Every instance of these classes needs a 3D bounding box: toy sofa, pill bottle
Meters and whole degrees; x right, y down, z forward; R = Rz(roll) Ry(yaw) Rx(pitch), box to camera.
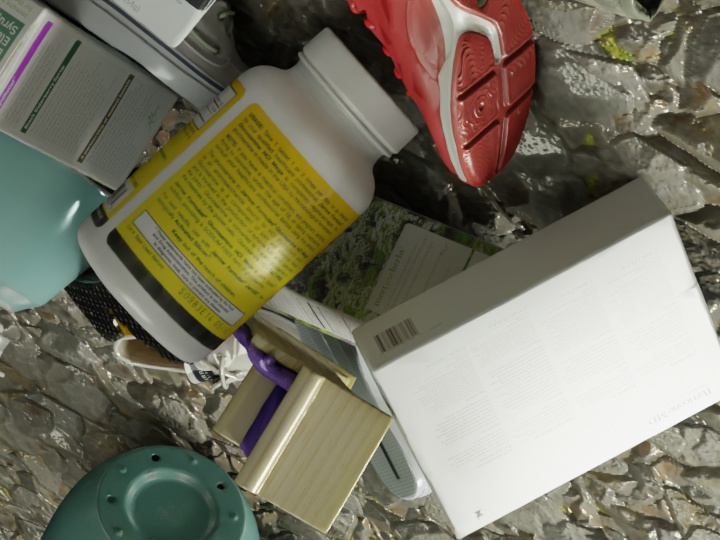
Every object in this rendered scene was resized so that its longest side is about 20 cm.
[{"bbox_3d":[-0.052,0.088,1.389,0.097,0.083,0.200,31,-179,-10],"label":"toy sofa"},{"bbox_3d":[-0.065,-0.049,1.350,0.113,0.200,0.112,48,-176,-5],"label":"pill bottle"}]

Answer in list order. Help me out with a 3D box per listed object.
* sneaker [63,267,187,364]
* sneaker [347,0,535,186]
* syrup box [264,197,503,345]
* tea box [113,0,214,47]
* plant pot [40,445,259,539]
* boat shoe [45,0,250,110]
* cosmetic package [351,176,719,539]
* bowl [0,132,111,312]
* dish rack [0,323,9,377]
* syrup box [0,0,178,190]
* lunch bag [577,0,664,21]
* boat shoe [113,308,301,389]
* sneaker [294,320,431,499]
[{"bbox_3d":[-0.136,0.005,1.559,0.070,0.090,0.200,54,159,-22],"label":"sneaker"},{"bbox_3d":[0.029,-0.148,1.282,0.115,0.078,0.201,19,132,37],"label":"sneaker"},{"bbox_3d":[0.000,0.000,1.439,0.199,0.079,0.081,22,167,19],"label":"syrup box"},{"bbox_3d":[-0.111,-0.263,1.189,0.200,0.134,0.197,38,146,-5],"label":"tea box"},{"bbox_3d":[-0.170,0.239,1.829,0.200,0.201,0.162,30,136,7],"label":"plant pot"},{"bbox_3d":[-0.107,-0.149,1.384,0.199,0.067,0.074,31,-170,-37],"label":"boat shoe"},{"bbox_3d":[0.114,0.055,1.349,0.151,0.199,0.052,63,179,-34],"label":"cosmetic package"},{"bbox_3d":[-0.264,-0.044,1.556,0.200,0.106,0.201,31,175,3],"label":"bowl"},{"bbox_3d":[-0.322,0.007,1.547,0.171,0.044,0.200,34,174,-20],"label":"dish rack"},{"bbox_3d":[-0.200,-0.123,1.400,0.078,0.082,0.200,33,180,22],"label":"syrup box"},{"bbox_3d":[0.081,-0.226,1.083,0.163,0.118,0.201,20,139,20],"label":"lunch bag"},{"bbox_3d":[-0.100,0.057,1.639,0.199,0.070,0.071,10,139,34],"label":"boat shoe"},{"bbox_3d":[0.013,0.057,1.546,0.073,0.071,0.201,-13,103,55],"label":"sneaker"}]
